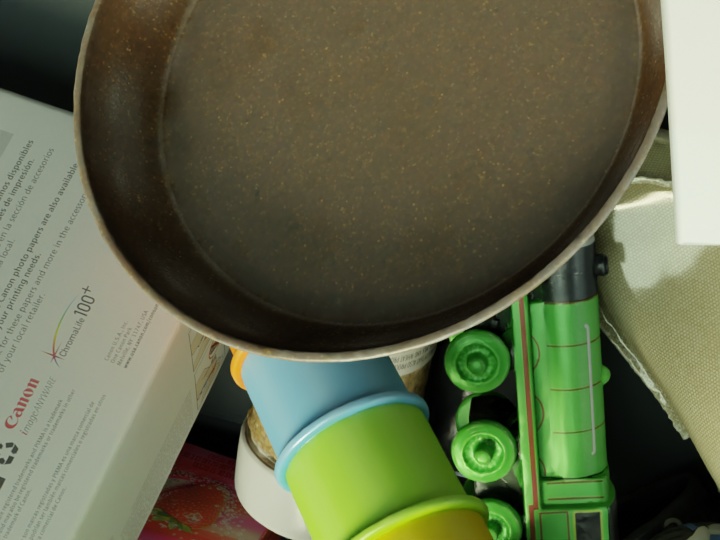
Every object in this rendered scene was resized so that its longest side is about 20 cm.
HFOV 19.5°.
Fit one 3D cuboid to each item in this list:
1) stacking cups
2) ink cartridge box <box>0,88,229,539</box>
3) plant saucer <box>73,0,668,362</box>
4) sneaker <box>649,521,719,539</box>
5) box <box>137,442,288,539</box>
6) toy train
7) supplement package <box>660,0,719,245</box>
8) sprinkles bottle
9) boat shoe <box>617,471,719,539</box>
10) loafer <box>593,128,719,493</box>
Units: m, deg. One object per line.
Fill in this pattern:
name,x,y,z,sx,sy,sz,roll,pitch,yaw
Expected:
stacking cups,-0.006,0.039,0.665,0.061,0.060,0.201,-45,55,31
ink cartridge box,-0.153,0.036,0.739,0.175,0.201,0.084,20,151,11
plant saucer,0.006,-0.063,0.649,0.199,0.034,0.201,-8,68,19
sneaker,0.162,0.156,0.726,0.200,0.077,0.076,39,87,-27
box,-0.138,0.116,0.837,0.199,0.095,0.103,19,120,11
toy train,0.061,0.074,0.720,0.056,0.042,0.201,-3,107,7
supplement package,0.167,-0.126,0.578,0.151,0.151,0.201,1,114,19
sprinkles bottle,0.000,0.000,0.748,0.068,0.068,0.201,16,118,12
boat shoe,0.051,0.125,0.794,0.199,0.069,0.057,-18,103,20
loafer,0.139,0.036,0.714,0.200,0.068,0.076,46,121,-6
